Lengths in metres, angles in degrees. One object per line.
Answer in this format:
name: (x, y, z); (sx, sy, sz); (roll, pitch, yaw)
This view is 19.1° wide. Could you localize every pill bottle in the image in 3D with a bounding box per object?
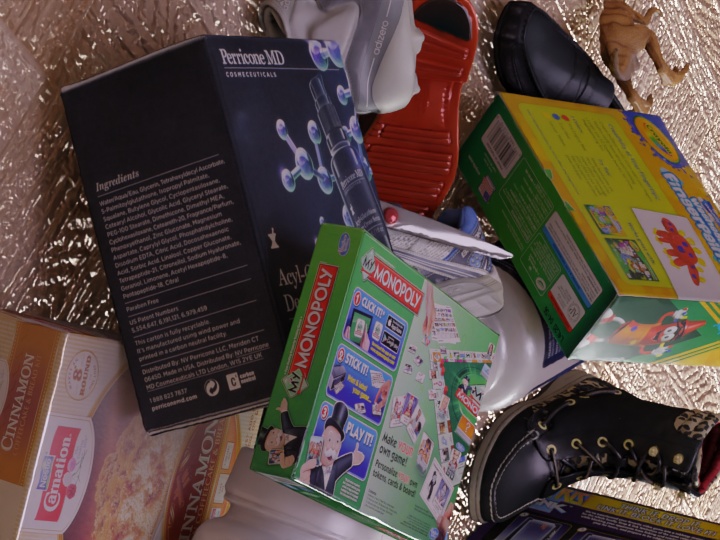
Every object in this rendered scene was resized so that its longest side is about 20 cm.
pill bottle: (0.103, 0.038, 1.568); (0.200, 0.110, 0.112); (-23, 119, -52)
pill bottle: (-0.059, 0.213, 1.241); (0.114, 0.113, 0.201); (32, 76, -56)

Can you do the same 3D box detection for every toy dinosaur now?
toy dinosaur: (0.204, -0.168, 1.661); (0.106, 0.060, 0.200); (48, 26, -25)

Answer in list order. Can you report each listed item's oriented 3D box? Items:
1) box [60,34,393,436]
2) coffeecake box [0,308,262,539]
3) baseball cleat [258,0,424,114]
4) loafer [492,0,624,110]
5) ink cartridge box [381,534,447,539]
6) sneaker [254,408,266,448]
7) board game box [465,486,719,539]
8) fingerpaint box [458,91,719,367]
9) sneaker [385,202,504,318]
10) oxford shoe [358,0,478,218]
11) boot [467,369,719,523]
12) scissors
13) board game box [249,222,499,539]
box: (-0.065, -0.023, 1.216); (0.148, 0.107, 0.201); (-10, 83, -61)
coffeecake box: (-0.151, 0.114, 1.238); (0.200, 0.073, 0.155); (15, 89, -57)
baseball cleat: (-0.014, -0.198, 1.346); (0.106, 0.070, 0.201); (-4, 81, -19)
loafer: (0.159, -0.141, 1.631); (0.201, 0.070, 0.068); (47, 60, -52)
ink cartridge box: (-0.021, 0.224, 1.480); (0.200, 0.067, 0.117); (-7, 107, -56)
sneaker: (-0.054, 0.123, 1.382); (0.200, 0.077, 0.092); (-47, 133, -29)
board game box: (0.178, 0.242, 1.670); (0.165, 0.199, 0.057); (-34, 126, -46)
fingerpaint box: (0.184, -0.027, 1.552); (0.166, 0.201, 0.073); (4, 135, -37)
sneaker: (0.000, 0.000, 1.411); (0.199, 0.077, 0.086); (-11, 98, -31)
oxford shoe: (0.032, -0.106, 1.448); (0.071, 0.073, 0.201); (12, 114, -15)
boot: (0.190, 0.149, 1.700); (0.203, 0.153, 0.074); (-35, 128, -47)
scissors: (0.008, -0.044, 1.374); (0.199, 0.014, 0.074); (2, 80, -21)
board game box: (0.014, 0.069, 1.179); (0.200, 0.029, 0.135); (37, 66, -59)
